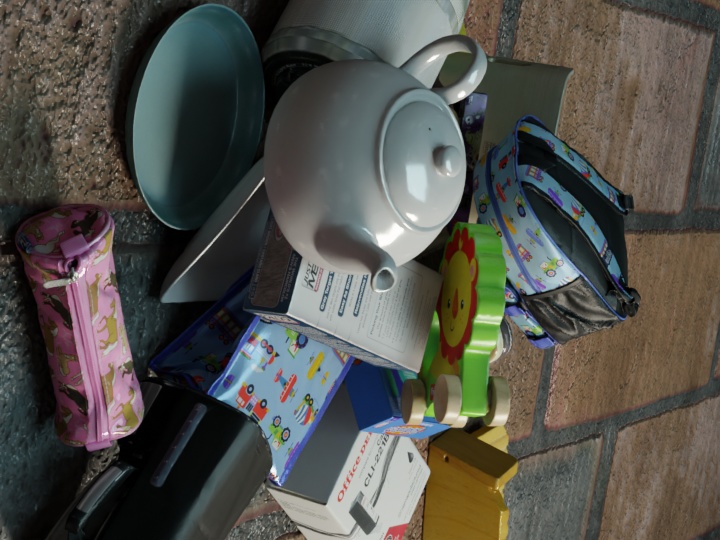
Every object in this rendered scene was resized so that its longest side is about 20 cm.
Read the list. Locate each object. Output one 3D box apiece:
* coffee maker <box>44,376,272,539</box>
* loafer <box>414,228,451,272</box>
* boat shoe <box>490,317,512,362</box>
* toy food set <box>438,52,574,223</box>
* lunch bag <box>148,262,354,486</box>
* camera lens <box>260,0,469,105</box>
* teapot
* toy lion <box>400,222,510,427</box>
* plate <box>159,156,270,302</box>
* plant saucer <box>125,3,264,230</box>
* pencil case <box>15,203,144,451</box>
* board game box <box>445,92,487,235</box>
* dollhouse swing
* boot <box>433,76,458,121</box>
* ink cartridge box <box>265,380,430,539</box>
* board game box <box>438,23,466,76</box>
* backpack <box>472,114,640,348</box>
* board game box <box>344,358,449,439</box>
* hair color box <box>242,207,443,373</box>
[{"bbox_3d":[-0.158,0.218,1.413,0.201,0.191,0.135,-57,-177,-24],"label":"coffee maker"},{"bbox_3d":[0.000,0.000,1.645,0.076,0.198,0.068,72,-4,-53],"label":"loafer"},{"bbox_3d":[0.120,0.058,1.701,0.064,0.200,0.073,-10,91,-17],"label":"boat shoe"},{"bbox_3d":[0.148,-0.134,1.800,0.060,0.142,0.202,-1,102,-70],"label":"toy food set"},{"bbox_3d":[-0.075,0.072,1.542,0.200,0.094,0.151,-50,134,-17],"label":"lunch bag"},{"bbox_3d":[0.007,-0.229,1.565,0.201,0.159,0.160,-64,149,-23],"label":"camera lens"},{"bbox_3d":[0.025,-0.093,1.392,0.197,0.145,0.202,-13,98,-50],"label":"teapot"},{"bbox_3d":[0.096,0.053,1.578,0.200,0.068,0.194,155,-62,-75],"label":"toy lion"},{"bbox_3d":[-0.083,-0.050,1.527,0.200,0.032,0.199,-47,160,20],"label":"plate"},{"bbox_3d":[-0.150,-0.138,1.456,0.200,0.027,0.202,-35,132,-52],"label":"plant saucer"},{"bbox_3d":[-0.226,0.047,1.334,0.087,0.082,0.202,-44,139,-47],"label":"pencil case"},{"bbox_3d":[0.082,-0.088,1.716,0.032,0.120,0.202,7,94,-19],"label":"board game box"},{"bbox_3d":[0.177,0.314,2.117,0.175,0.181,0.202,-10,111,-38],"label":"dollhouse swing"},{"bbox_3d":[0.005,-0.137,1.668,0.072,0.199,0.167,48,23,-49],"label":"boot"},{"bbox_3d":[-0.011,0.229,1.806,0.145,0.083,0.200,-64,148,-24],"label":"ink cartridge box"},{"bbox_3d":[0.070,-0.215,1.815,0.153,0.040,0.201,-56,146,-34],"label":"board game box"},{"bbox_3d":[0.180,-0.044,1.645,0.200,0.134,0.184,43,36,-34],"label":"backpack"},{"bbox_3d":[0.021,0.074,1.737,0.152,0.045,0.202,19,51,-61],"label":"board game box"},{"bbox_3d":[-0.012,0.019,1.510,0.199,0.060,0.101,27,74,-48],"label":"hair color box"}]
